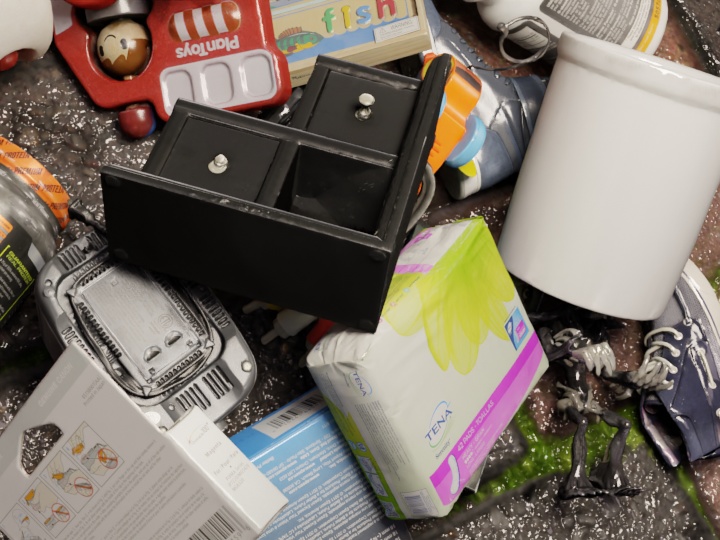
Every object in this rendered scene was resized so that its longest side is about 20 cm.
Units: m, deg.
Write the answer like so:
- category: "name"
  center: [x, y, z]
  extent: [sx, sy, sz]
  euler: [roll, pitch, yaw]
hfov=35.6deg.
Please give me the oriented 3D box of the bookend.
- category: "bookend"
  center: [-0.053, -0.083, 0.806]
  extent: [0.197, 0.093, 0.201]
  euler: [16, 51, 5]

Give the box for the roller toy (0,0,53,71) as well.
- category: "roller toy"
  center: [-0.335, -0.224, 0.862]
  extent: [0.139, 0.183, 0.200]
  euler: [-31, 58, -23]

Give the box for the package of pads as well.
- category: "package of pads"
  center: [0.057, 0.067, 0.861]
  extent: [0.200, 0.068, 0.155]
  euler: [-47, 118, -41]

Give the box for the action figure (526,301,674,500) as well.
- category: "action figure"
  center: [0.206, 0.092, 0.961]
  extent: [0.118, 0.102, 0.202]
  euler: [7, 73, -34]

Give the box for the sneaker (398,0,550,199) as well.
- category: "sneaker"
  center: [0.120, -0.183, 1.041]
  extent: [0.145, 0.077, 0.204]
  euler: [-19, 88, -11]

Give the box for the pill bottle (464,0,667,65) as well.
- category: "pill bottle"
  center: [0.181, -0.259, 1.046]
  extent: [0.199, 0.116, 0.117]
  euler: [23, 65, -28]

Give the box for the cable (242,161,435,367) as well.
- category: "cable"
  center: [0.000, 0.000, 0.914]
  extent: [0.097, 0.200, 0.050]
  euler: [43, 20, -9]

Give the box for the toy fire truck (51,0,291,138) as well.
- category: "toy fire truck"
  center: [-0.164, -0.202, 0.937]
  extent: [0.198, 0.112, 0.170]
  euler: [-9, 91, 14]

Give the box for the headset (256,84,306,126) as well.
- category: "headset"
  center: [-0.045, -0.101, 0.960]
  extent: [0.199, 0.094, 0.124]
  euler: [-20, 78, -34]

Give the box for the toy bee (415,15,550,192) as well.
- category: "toy bee"
  center: [0.069, -0.134, 0.953]
  extent: [0.199, 0.109, 0.131]
  euler: [-31, 122, 2]

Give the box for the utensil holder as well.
- category: "utensil holder"
  center: [0.217, -0.081, 0.953]
  extent: [0.168, 0.170, 0.202]
  euler: [14, 108, -12]

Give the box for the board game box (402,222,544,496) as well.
- category: "board game box"
  center: [0.070, 0.075, 0.971]
  extent: [0.134, 0.028, 0.201]
  euler: [26, 66, -7]

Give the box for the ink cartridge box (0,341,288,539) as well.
- category: "ink cartridge box"
  center: [-0.170, 0.158, 0.780]
  extent: [0.174, 0.200, 0.044]
  euler: [46, 34, 2]

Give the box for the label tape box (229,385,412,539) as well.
- category: "label tape box"
  center: [-0.039, 0.212, 0.860]
  extent: [0.143, 0.063, 0.202]
  euler: [-28, 106, -24]

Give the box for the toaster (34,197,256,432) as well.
- category: "toaster"
  center: [-0.173, 0.052, 0.847]
  extent: [0.113, 0.129, 0.200]
  euler: [-38, 86, -25]

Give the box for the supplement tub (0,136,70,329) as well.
- category: "supplement tub"
  center: [-0.310, 0.002, 0.826]
  extent: [0.122, 0.123, 0.201]
  euler: [36, 65, -2]

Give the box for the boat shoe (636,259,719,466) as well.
- category: "boat shoe"
  center: [0.282, 0.078, 1.008]
  extent: [0.092, 0.075, 0.201]
  euler: [-19, 79, -30]

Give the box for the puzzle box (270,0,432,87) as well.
- category: "puzzle box"
  center: [-0.043, -0.229, 0.982]
  extent: [0.198, 0.025, 0.134]
  euler: [-14, 64, 9]
